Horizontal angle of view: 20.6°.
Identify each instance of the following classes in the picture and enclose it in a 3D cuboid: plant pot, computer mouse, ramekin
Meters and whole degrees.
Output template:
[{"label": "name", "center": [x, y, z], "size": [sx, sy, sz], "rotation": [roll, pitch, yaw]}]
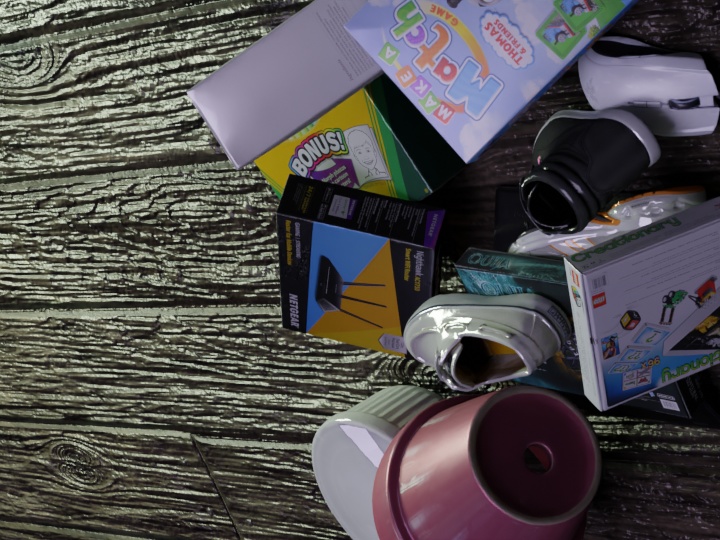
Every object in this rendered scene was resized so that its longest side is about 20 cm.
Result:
[{"label": "plant pot", "center": [0.127, 0.192, 1.784], "size": [0.200, 0.200, 0.179], "rotation": [47, 152, 7]}, {"label": "computer mouse", "center": [0.244, -0.133, 1.544], "size": [0.199, 0.044, 0.111], "rotation": [14, 130, 40]}, {"label": "ramekin", "center": [0.053, 0.206, 1.972], "size": [0.202, 0.094, 0.204], "rotation": [32, 142, 29]}]

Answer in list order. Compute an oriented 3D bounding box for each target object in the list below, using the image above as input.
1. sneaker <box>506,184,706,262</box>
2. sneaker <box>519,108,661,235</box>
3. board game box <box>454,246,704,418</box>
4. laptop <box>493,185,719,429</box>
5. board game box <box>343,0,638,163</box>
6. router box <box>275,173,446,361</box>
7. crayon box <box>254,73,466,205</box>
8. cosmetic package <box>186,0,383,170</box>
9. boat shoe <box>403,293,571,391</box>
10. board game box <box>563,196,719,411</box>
[{"label": "sneaker", "center": [0.204, -0.004, 1.625], "size": [0.199, 0.075, 0.093], "rotation": [-18, 84, 45]}, {"label": "sneaker", "center": [0.159, -0.076, 1.599], "size": [0.071, 0.099, 0.200], "rotation": [53, 166, -9]}, {"label": "board game box", "center": [0.180, 0.050, 1.642], "size": [0.199, 0.028, 0.136], "rotation": [10, 137, 45]}, {"label": "laptop", "center": [0.218, 0.033, 1.735], "size": [0.186, 0.117, 0.200], "rotation": [6, 152, 45]}, {"label": "board game box", "center": [0.106, -0.208, 1.556], "size": [0.151, 0.037, 0.200], "rotation": [48, 111, 6]}, {"label": "router box", "center": [0.000, 0.000, 1.825], "size": [0.148, 0.051, 0.201], "rotation": [13, 149, 8]}, {"label": "crayon box", "center": [-0.019, -0.121, 1.821], "size": [0.173, 0.058, 0.200], "rotation": [55, 143, -3]}, {"label": "cosmetic package", "center": [-0.037, -0.178, 1.675], "size": [0.199, 0.108, 0.085], "rotation": [-33, 96, 13]}, {"label": "boat shoe", "center": [0.092, 0.067, 1.672], "size": [0.199, 0.070, 0.071], "rotation": [-5, 126, 53]}, {"label": "board game box", "center": [0.258, 0.016, 1.528], "size": [0.035, 0.198, 0.127], "rotation": [-134, 27, -56]}]
